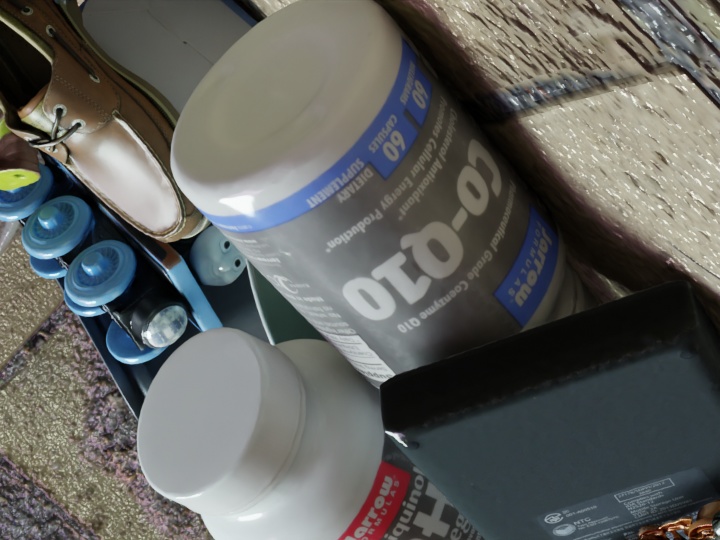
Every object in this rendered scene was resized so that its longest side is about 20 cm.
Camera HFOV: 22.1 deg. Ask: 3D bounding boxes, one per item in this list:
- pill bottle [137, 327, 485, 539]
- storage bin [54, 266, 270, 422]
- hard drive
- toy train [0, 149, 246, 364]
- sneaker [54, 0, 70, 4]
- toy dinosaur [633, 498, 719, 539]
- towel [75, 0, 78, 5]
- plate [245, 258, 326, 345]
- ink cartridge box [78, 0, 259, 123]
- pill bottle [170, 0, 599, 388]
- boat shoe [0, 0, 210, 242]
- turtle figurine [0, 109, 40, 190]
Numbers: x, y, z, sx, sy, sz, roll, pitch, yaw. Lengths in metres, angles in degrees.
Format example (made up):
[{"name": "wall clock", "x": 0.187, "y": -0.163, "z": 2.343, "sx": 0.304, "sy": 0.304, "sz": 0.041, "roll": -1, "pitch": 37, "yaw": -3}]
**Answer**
[{"name": "pill bottle", "x": -0.009, "y": 0.099, "z": 0.887, "sx": 0.200, "sy": 0.111, "sz": 0.111, "roll": 29, "pitch": -174, "yaw": -43}, {"name": "storage bin", "x": -0.106, "y": 0.030, "z": 1.217, "sx": 0.200, "sy": 0.134, "sz": 0.146, "roll": 53, "pitch": 173, "yaw": 46}, {"name": "hard drive", "x": 0.112, "y": 0.087, "z": 0.819, "sx": 0.200, "sy": 0.139, "sz": 0.033, "roll": 50, "pitch": -153, "yaw": -48}, {"name": "toy train", "x": -0.146, "y": -0.029, "z": 1.125, "sx": 0.200, "sy": 0.114, "sz": 0.087, "roll": 40, "pitch": 166, "yaw": 42}, {"name": "sneaker", "x": -0.138, "y": -0.171, "z": 0.914, "sx": 0.074, "sy": 0.087, "sz": 0.200, "roll": 47, "pitch": 174, "yaw": -32}, {"name": "toy dinosaur", "x": 0.178, "y": 0.133, "z": 0.793, "sx": 0.136, "sy": 0.102, "sz": 0.200, "roll": 43, "pitch": 166, "yaw": -36}, {"name": "towel", "x": -0.184, "y": -0.182, "z": 1.101, "sx": 0.086, "sy": 0.018, "sz": 0.201, "roll": 75, "pitch": 177, "yaw": -73}, {"name": "plate", "x": 0.000, "y": 0.000, "z": 1.005, "sx": 0.200, "sy": 0.025, "sz": 0.201, "roll": 37, "pitch": -135, "yaw": -49}, {"name": "ink cartridge box", "x": -0.080, "y": -0.098, "z": 1.114, "sx": 0.136, "sy": 0.076, "sz": 0.200, "roll": 43, "pitch": 173, "yaw": 20}, {"name": "pill bottle", "x": 0.019, "y": -0.015, "z": 0.806, "sx": 0.200, "sy": 0.114, "sz": 0.114, "roll": 46, "pitch": 174, "yaw": -35}, {"name": "boat shoe", "x": -0.162, "y": -0.089, "z": 0.997, "sx": 0.200, "sy": 0.072, "sz": 0.068, "roll": 49, "pitch": -146, "yaw": 1}, {"name": "turtle figurine", "x": -0.212, "y": -0.133, "z": 1.084, "sx": 0.200, "sy": 0.064, "sz": 0.162, "roll": 56, "pitch": -149, "yaw": -70}]
